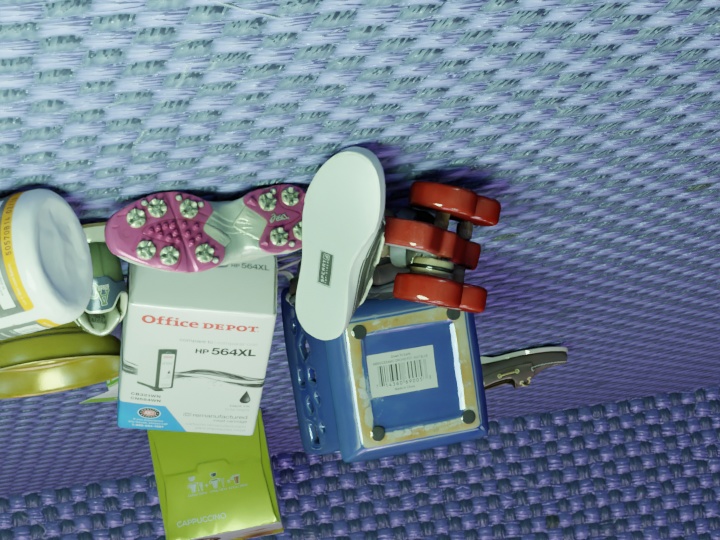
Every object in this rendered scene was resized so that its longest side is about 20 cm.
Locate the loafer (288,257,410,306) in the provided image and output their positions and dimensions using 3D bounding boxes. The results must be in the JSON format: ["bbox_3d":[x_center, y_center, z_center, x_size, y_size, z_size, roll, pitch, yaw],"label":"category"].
[{"bbox_3d":[0.000,0.000,1.873,0.199,0.064,0.072,-5,169,-42],"label":"loafer"}]

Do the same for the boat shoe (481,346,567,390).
[{"bbox_3d":[0.245,0.165,2.921,0.198,0.060,0.072,-10,168,-4],"label":"boat shoe"}]

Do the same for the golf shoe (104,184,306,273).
[{"bbox_3d":[-0.140,-0.030,1.616,0.199,0.076,0.091,-4,170,-26],"label":"golf shoe"}]

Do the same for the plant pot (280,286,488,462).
[{"bbox_3d":[0.033,0.108,2.008,0.198,0.202,0.180,-9,-174,-14],"label":"plant pot"}]

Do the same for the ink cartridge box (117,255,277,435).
[{"bbox_3d":[-0.165,0.070,1.777,0.145,0.085,0.201,4,139,-7],"label":"ink cartridge box"}]

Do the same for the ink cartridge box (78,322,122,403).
[{"bbox_3d":[-0.244,0.103,2.147,0.147,0.076,0.200,-4,168,-32],"label":"ink cartridge box"}]

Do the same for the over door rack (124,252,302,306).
[{"bbox_3d":[-0.138,0.023,1.881,0.147,0.067,0.199,-22,164,40],"label":"over door rack"}]

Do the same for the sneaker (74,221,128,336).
[{"bbox_3d":[-0.258,0.021,1.698,0.067,0.091,0.200,-9,169,-12],"label":"sneaker"}]

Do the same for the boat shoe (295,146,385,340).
[{"bbox_3d":[-0.013,-0.032,1.600,0.064,0.070,0.201,-45,157,-49],"label":"boat shoe"}]

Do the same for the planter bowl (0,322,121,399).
[{"bbox_3d":[-0.342,0.076,1.904,0.199,0.084,0.200,-10,169,-2],"label":"planter bowl"}]

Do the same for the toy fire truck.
[{"bbox_3d":[0.036,-0.028,1.727,0.167,0.113,0.200,8,178,21],"label":"toy fire truck"}]

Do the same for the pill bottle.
[{"bbox_3d":[-0.336,0.008,1.508,0.199,0.117,0.116,-13,168,17],"label":"pill bottle"}]

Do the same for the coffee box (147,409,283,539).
[{"bbox_3d":[-0.246,0.362,3.069,0.198,0.202,0.198,-10,168,-4],"label":"coffee box"}]
